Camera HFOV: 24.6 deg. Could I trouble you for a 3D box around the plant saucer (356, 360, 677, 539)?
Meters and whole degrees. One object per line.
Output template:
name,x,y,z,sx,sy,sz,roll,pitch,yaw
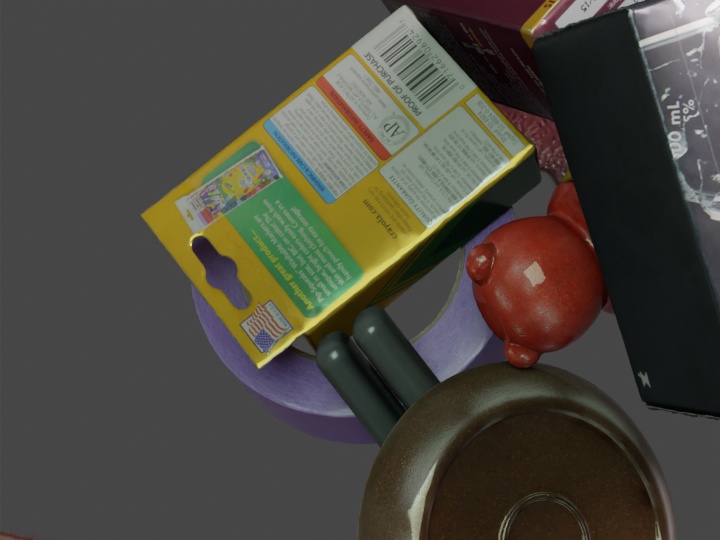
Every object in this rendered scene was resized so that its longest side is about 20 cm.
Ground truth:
plant saucer,0.094,0.148,0.893,0.198,0.032,0.203,4,81,-22

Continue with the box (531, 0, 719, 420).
box,0.217,-0.055,0.821,0.195,0.124,0.202,-20,95,-14

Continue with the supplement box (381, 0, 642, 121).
supplement box,0.109,-0.160,0.973,0.110,0.086,0.200,-46,27,-7

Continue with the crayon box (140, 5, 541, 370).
crayon box,-0.011,-0.043,0.960,0.199,0.052,0.126,-38,68,-5

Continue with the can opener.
can opener,0.049,0.111,0.918,0.052,0.067,0.201,-33,100,14

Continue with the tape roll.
tape roll,0.000,0.000,1.005,0.198,0.066,0.202,-4,70,10

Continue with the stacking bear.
stacking bear,0.150,-0.025,0.922,0.199,0.114,0.122,-31,111,-13
